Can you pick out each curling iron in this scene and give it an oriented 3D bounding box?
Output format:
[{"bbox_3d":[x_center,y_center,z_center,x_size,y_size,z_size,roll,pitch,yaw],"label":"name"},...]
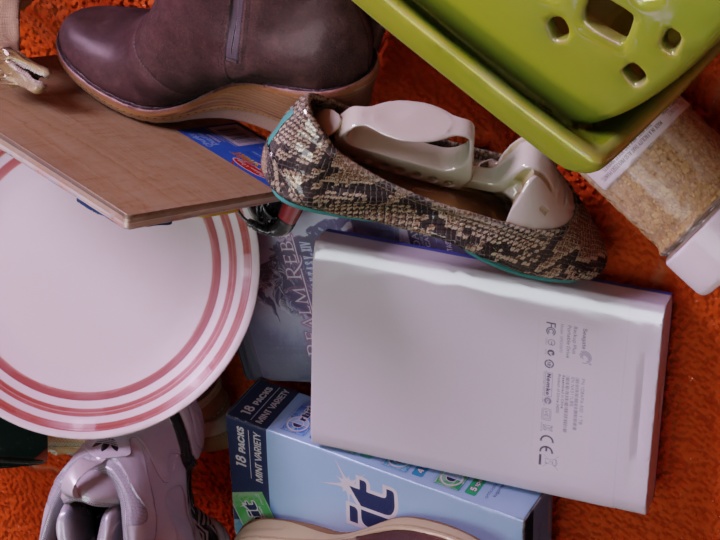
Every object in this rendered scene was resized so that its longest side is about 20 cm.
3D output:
[{"bbox_3d":[-0.021,-0.097,1.269,0.050,0.026,0.200,36,123,8],"label":"curling iron"}]

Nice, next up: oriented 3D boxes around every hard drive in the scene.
[{"bbox_3d":[0.070,0.056,1.288,0.199,0.025,0.132,11,119,17],"label":"hard drive"}]

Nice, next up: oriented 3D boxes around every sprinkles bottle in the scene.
[{"bbox_3d":[0.127,-0.079,1.172,0.200,0.068,0.068,45,131,3],"label":"sprinkles bottle"}]

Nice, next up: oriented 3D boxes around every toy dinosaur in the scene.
[{"bbox_3d":[-0.208,-0.168,1.303,0.058,0.200,0.101,32,100,-32],"label":"toy dinosaur"}]

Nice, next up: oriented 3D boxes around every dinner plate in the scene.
[{"bbox_3d":[-0.157,-0.002,1.336,0.200,0.200,0.024,44,174,4],"label":"dinner plate"}]

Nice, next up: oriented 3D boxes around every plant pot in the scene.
[{"bbox_3d":[0.107,-0.174,1.052,0.200,0.199,0.182,39,136,7],"label":"plant pot"}]

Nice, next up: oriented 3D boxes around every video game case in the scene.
[{"bbox_3d":[0.000,0.000,1.333,0.199,0.019,0.143,-1,116,32],"label":"video game case"}]

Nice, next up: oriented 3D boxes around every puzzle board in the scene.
[{"bbox_3d":[-0.132,-0.072,1.254,0.200,0.150,0.017,32,119,36],"label":"puzzle board"}]

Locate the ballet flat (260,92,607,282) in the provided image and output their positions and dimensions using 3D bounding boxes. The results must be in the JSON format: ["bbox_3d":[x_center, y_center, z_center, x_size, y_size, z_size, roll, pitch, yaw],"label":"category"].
[{"bbox_3d":[0.050,-0.047,1.192,0.199,0.068,0.075,16,134,-15],"label":"ballet flat"}]

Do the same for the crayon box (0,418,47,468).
[{"bbox_3d":[-0.257,0.027,1.451,0.127,0.051,0.201,-9,78,37],"label":"crayon box"}]

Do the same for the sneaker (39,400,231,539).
[{"bbox_3d":[-0.137,0.165,1.386,0.075,0.115,0.200,9,126,23],"label":"sneaker"}]

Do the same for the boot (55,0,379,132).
[{"bbox_3d":[-0.081,-0.152,1.211,0.199,0.072,0.167,17,138,22],"label":"boot"}]

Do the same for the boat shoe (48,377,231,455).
[{"bbox_3d":[-0.168,0.098,1.468,0.200,0.072,0.076,-2,127,33],"label":"boat shoe"}]

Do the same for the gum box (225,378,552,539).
[{"bbox_3d":[0.017,0.170,1.393,0.199,0.045,0.170,17,130,24],"label":"gum box"}]

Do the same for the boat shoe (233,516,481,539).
[{"bbox_3d":[-0.006,0.188,1.339,0.200,0.072,0.072,2,122,34],"label":"boat shoe"}]

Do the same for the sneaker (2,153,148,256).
[{"bbox_3d":[-0.155,-0.041,1.388,0.090,0.070,0.201,-22,100,16],"label":"sneaker"}]
